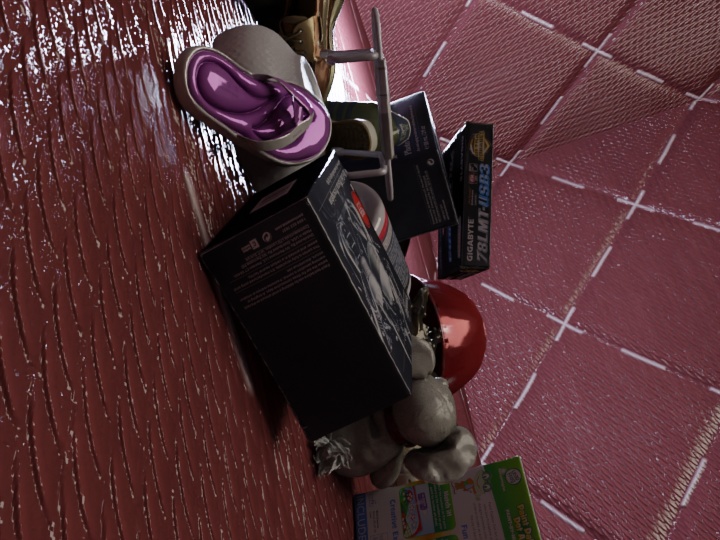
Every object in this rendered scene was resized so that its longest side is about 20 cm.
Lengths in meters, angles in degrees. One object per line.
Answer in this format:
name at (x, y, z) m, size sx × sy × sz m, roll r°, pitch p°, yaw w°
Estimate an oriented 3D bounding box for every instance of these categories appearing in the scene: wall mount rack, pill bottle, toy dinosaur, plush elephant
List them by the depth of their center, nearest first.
plush elephant at (0.038, 0.151, 0.734) m, size 0.200 × 0.150 × 0.170 m, roll -42°, pitch 115°, yaw -79°
wall mount rack at (-0.005, -0.183, 0.771) m, size 0.174 × 0.072 × 0.207 m, roll -97°, pitch -178°, yaw -71°
toy dinosaur at (0.070, 0.124, 0.842) m, size 0.102 × 0.075 × 0.207 m, roll 6°, pitch 76°, yaw -65°
pill bottle at (0.000, 0.000, 0.863) m, size 0.202 × 0.116 × 0.122 m, roll 63°, pitch 15°, yaw -47°

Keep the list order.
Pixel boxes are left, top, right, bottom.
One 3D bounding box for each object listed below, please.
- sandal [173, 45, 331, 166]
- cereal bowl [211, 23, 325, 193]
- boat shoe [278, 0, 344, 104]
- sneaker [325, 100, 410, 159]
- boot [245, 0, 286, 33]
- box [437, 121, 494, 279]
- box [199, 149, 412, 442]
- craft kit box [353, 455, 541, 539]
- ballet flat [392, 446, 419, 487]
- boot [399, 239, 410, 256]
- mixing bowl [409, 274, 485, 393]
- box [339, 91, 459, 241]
sandal at (-0.083, -0.145, 0.630) m, size 0.200 × 0.049 × 0.085 m, roll 5°, pitch 90°, yaw -54°
cereal bowl at (-0.086, -0.176, 0.761) m, size 0.200 × 0.081 × 0.206 m, roll -15°, pitch 91°, yaw -80°
boat shoe at (-0.074, -0.297, 0.863) m, size 0.073 × 0.074 × 0.207 m, roll 7°, pitch 90°, yaw -57°
sneaker at (-0.011, -0.193, 0.918) m, size 0.199 × 0.088 × 0.069 m, roll 28°, pitch -50°, yaw 51°
boot at (-0.100, -0.303, 0.928) m, size 0.200 × 0.075 × 0.143 m, roll -7°, pitch 89°, yaw -75°
box at (0.153, -0.094, 1.026) m, size 0.199 × 0.048 × 0.207 m, roll 118°, pitch -27°, yaw -85°
box at (-0.034, 0.011, 0.627) m, size 0.186 × 0.102 × 0.201 m, roll 62°, pitch 13°, yaw -16°
craft kit box at (0.093, 0.305, 0.691) m, size 0.203 × 0.192 × 0.049 m, roll -94°, pitch 162°, yaw -48°
ballet flat at (0.073, 0.299, 0.972) m, size 0.064 × 0.065 × 0.203 m, roll -82°, pitch 156°, yaw -44°
boot at (0.042, -0.024, 1.028) m, size 0.071 × 0.169 × 0.201 m, roll 22°, pitch 21°, yaw -19°
mixing bowl at (0.124, 0.105, 1.058) m, size 0.199 × 0.105 × 0.207 m, roll 176°, pitch -90°, yaw -68°
box at (0.025, -0.138, 0.986) m, size 0.202 × 0.193 × 0.125 m, roll -93°, pitch 162°, yaw -55°
